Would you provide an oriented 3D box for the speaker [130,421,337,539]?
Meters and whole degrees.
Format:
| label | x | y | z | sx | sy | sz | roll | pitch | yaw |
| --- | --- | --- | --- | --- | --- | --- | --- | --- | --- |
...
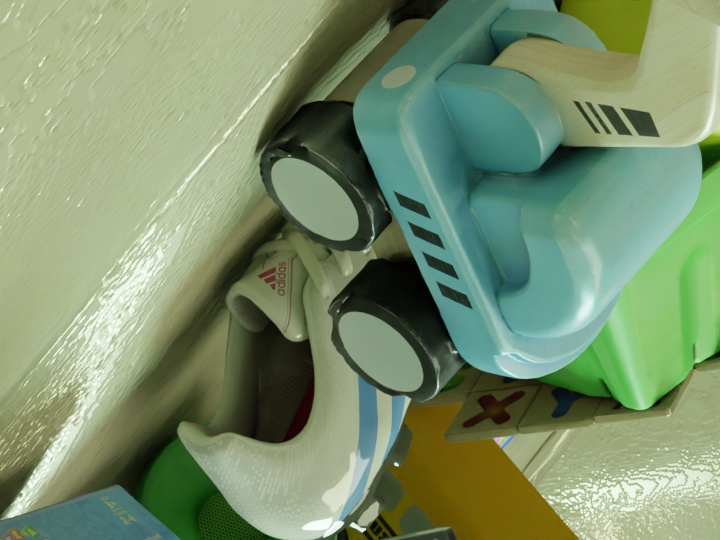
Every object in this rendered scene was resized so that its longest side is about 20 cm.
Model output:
| label | x | y | z | sx | sy | sz | roll | pitch | yaw |
| --- | --- | --- | --- | --- | --- | --- | --- | --- | --- |
| speaker | -0.057 | 0.126 | 1.234 | 0.088 | 0.088 | 0.200 | -49 | 171 | -20 |

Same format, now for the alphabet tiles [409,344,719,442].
| label | x | y | z | sx | sy | sz | roll | pitch | yaw |
| --- | --- | --- | --- | --- | --- | --- | --- | --- | --- |
| alphabet tiles | 0.113 | 0.013 | 1.263 | 0.166 | 0.006 | 0.200 | -9 | -155 | 29 |

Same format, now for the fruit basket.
| label | x | y | z | sx | sy | sz | roll | pitch | yaw |
| --- | --- | --- | --- | --- | --- | --- | --- | --- | --- |
| fruit basket | 0.115 | -0.073 | 1.180 | 0.216 | 0.155 | 0.216 | -12 | 109 | -40 |

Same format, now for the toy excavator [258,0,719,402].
| label | x | y | z | sx | sy | sz | roll | pitch | yaw |
| --- | --- | --- | --- | --- | --- | --- | --- | --- | --- |
| toy excavator | 0.067 | -0.047 | 0.942 | 0.100 | 0.200 | 0.195 | -47 | 127 | -32 |

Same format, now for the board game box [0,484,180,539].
| label | x | y | z | sx | sy | sz | roll | pitch | yaw |
| --- | --- | --- | --- | --- | --- | --- | --- | --- | --- |
| board game box | -0.156 | 0.166 | 0.980 | 0.200 | 0.037 | 0.151 | -54 | 162 | 20 |

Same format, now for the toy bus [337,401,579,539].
| label | x | y | z | sx | sy | sz | roll | pitch | yaw |
| --- | --- | --- | --- | --- | --- | --- | --- | --- | --- |
| toy bus | 0.037 | 0.116 | 1.267 | 0.065 | 0.200 | 0.078 | -18 | 150 | -46 |

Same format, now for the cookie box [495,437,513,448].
| label | x | y | z | sx | sy | sz | roll | pitch | yaw |
| --- | --- | --- | --- | --- | --- | --- | --- | --- | --- |
| cookie box | 0.070 | 0.028 | 1.521 | 0.200 | 0.075 | 0.171 | -42 | 166 | -51 |

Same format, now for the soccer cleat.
| label | x | y | z | sx | sy | sz | roll | pitch | yaw |
| --- | --- | --- | --- | --- | --- | --- | --- | --- | --- |
| soccer cleat | 0.000 | 0.000 | 1.084 | 0.070 | 0.086 | 0.200 | 2 | -118 | 45 |

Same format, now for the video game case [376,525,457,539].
| label | x | y | z | sx | sy | sz | roll | pitch | yaw |
| --- | --- | --- | --- | --- | --- | --- | --- | --- | --- |
| video game case | -0.072 | 0.154 | 1.137 | 0.200 | 0.019 | 0.143 | -8 | 150 | -23 |

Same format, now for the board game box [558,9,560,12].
| label | x | y | z | sx | sy | sz | roll | pitch | yaw |
| --- | --- | --- | --- | --- | --- | --- | --- | --- | --- |
| board game box | 0.096 | -0.083 | 1.343 | 0.200 | 0.035 | 0.136 | -49 | 171 | -21 |
